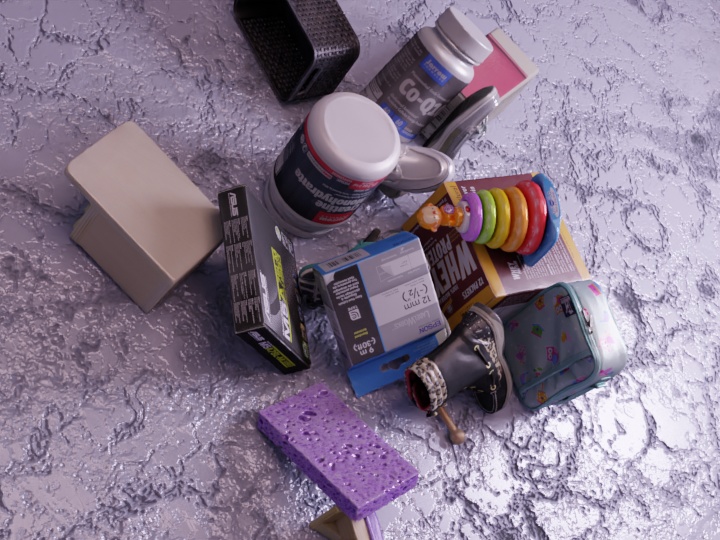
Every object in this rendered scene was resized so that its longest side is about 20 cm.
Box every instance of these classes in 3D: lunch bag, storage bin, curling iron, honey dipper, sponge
[{"bbox_3d":[0.296,0.114,1.563,0.077,0.200,0.161,-2,66,-29],"label":"lunch bag"},{"bbox_3d":[-0.102,-0.381,1.666,0.094,0.135,0.200,-18,73,-37],"label":"storage bin"},{"bbox_3d":[-0.023,-0.009,1.561,0.050,0.026,0.200,47,50,-2],"label":"curling iron"},{"bbox_3d":[0.091,0.163,1.524,0.038,0.038,0.200,-27,82,-39],"label":"honey dipper"},{"bbox_3d":[-0.030,0.228,1.355,0.111,0.030,0.200,-20,45,-39],"label":"sponge"}]

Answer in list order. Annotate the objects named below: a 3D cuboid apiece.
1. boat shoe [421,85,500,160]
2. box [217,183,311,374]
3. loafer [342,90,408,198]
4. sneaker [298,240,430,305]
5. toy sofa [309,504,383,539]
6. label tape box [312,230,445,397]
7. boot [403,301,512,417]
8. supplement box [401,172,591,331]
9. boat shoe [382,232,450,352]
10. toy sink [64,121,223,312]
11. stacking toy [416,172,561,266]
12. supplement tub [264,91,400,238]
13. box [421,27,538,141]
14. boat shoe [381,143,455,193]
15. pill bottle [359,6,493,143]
[{"bbox_3d":[0.158,-0.212,1.679,0.065,0.202,0.074,38,34,-9],"label":"boat shoe"},{"bbox_3d":[-0.124,0.016,1.393,0.047,0.193,0.201,-14,65,8],"label":"box"},{"bbox_3d":[0.033,-0.206,1.689,0.063,0.072,0.200,-12,66,-43],"label":"loafer"},{"bbox_3d":[0.000,0.000,1.512,0.199,0.078,0.080,-8,47,-25],"label":"sneaker"},{"bbox_3d":[0.020,0.383,1.315,0.097,0.083,0.200,-6,65,-32],"label":"toy sofa"},{"bbox_3d":[0.035,0.065,1.443,0.143,0.066,0.200,-21,105,-13],"label":"label tape box"},{"bbox_3d":[0.135,0.157,1.484,0.154,0.204,0.073,-37,48,-25],"label":"boot"},{"bbox_3d":[0.208,-0.029,1.641,0.200,0.133,0.198,-9,67,-34],"label":"supplement box"},{"bbox_3d":[0.077,0.041,1.572,0.075,0.060,0.200,-14,67,-5],"label":"boat shoe"},{"bbox_3d":[-0.291,-0.069,1.385,0.200,0.112,0.130,46,50,-5],"label":"toy sink"},{"bbox_3d":[0.175,-0.076,1.509,0.199,0.110,0.116,1,63,-17],"label":"stacking toy"},{"bbox_3d":[-0.044,-0.147,1.518,0.140,0.200,0.141,14,56,-22],"label":"supplement tub"},{"bbox_3d":[0.187,-0.304,1.797,0.109,0.128,0.200,47,49,4],"label":"box"},{"bbox_3d":[0.041,-0.160,1.601,0.065,0.199,0.074,19,77,-69],"label":"boat shoe"},{"bbox_3d":[0.103,-0.303,1.641,0.114,0.200,0.114,37,24,-20],"label":"pill bottle"}]
